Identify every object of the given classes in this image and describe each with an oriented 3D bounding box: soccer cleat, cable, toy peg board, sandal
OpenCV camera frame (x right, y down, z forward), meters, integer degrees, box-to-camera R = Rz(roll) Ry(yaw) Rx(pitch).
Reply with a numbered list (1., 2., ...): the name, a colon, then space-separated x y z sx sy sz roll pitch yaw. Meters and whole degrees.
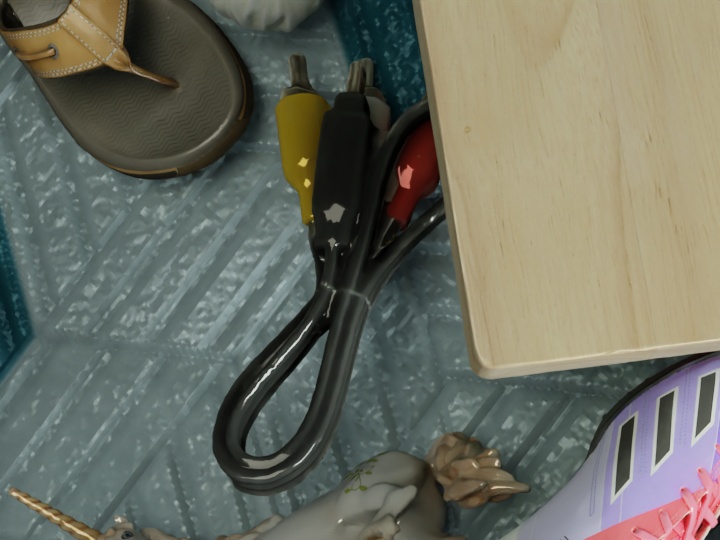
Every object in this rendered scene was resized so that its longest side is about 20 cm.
1. soccer cleat: 0.097 0.101 1.044 0.200 0.068 0.073 -36 22 -17
2. cable: 0.000 0.000 1.135 0.097 0.050 0.201 6 71 12
3. toy peg board: 0.121 -0.060 1.085 0.198 0.098 0.201 -7 77 -7
4. sandal: -0.124 -0.119 1.218 0.082 0.055 0.200 -40 68 11

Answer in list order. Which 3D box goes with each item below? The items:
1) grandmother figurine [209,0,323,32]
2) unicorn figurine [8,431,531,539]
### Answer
1. grandmother figurine: -0.071 -0.185 1.207 0.121 0.061 0.201 -33 68 16
2. unicorn figurine: -0.031 0.119 1.120 0.199 0.137 0.074 -17 113 -3
